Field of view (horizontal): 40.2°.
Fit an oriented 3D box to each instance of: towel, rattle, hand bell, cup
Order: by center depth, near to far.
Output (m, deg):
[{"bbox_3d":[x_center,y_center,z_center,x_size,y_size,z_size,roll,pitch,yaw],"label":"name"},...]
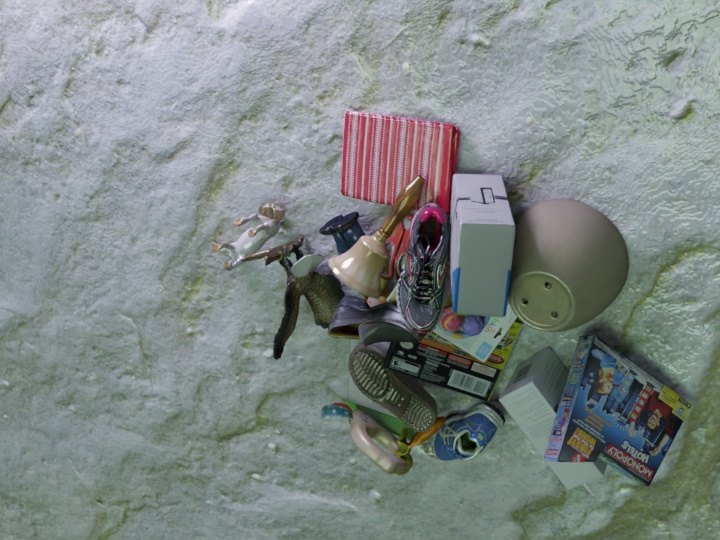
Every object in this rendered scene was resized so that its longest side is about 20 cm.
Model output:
[{"bbox_3d":[0.297,0.013,1.502,0.197,0.143,0.203,13,122,21],"label":"cup"},{"bbox_3d":[0.042,-0.067,1.581,0.103,0.104,0.201,35,108,6],"label":"hand bell"},{"bbox_3d":[0.062,-0.175,1.586,0.197,0.022,0.147,12,110,23],"label":"towel"},{"bbox_3d":[0.035,0.265,1.800,0.200,0.129,0.144,47,123,31],"label":"rattle"}]

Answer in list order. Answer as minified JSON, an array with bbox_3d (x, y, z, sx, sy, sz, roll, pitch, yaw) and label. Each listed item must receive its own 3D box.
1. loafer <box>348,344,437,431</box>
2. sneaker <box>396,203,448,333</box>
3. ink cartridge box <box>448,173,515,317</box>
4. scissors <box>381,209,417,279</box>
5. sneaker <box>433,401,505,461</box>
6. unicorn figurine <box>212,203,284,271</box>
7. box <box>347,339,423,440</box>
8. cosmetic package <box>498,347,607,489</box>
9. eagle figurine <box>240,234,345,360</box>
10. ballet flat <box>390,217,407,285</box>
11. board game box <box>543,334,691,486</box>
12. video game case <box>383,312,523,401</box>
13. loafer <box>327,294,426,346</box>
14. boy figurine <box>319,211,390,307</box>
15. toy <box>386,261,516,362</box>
[{"bbox_3d":[0.059,0.209,1.752,0.200,0.068,0.076,43,105,19],"label":"loafer"},{"bbox_3d":[0.097,-0.003,1.532,0.079,0.075,0.204,3,92,1],"label":"sneaker"},{"bbox_3d":[0.179,-0.043,1.484,0.083,0.201,0.149,2,115,1],"label":"ink cartridge box"},{"bbox_3d":[0.072,-0.079,1.618,0.072,0.014,0.204,16,103,29],"label":"scissors"},{"bbox_3d":[0.179,0.301,1.765,0.075,0.077,0.200,40,143,2],"label":"sneaker"},{"bbox_3d":[-0.209,-0.051,1.771,0.198,0.137,0.075,-26,88,23],"label":"unicorn figurine"},{"bbox_3d":[0.046,0.209,1.824,0.142,0.036,0.203,16,122,20],"label":"box"},{"bbox_3d":[0.331,0.248,1.639,0.081,0.113,0.201,-35,99,38],"label":"cosmetic package"},{"bbox_3d":[-0.105,0.045,1.760,0.149,0.151,0.203,-13,100,19],"label":"eagle figurine"},{"bbox_3d":[0.085,0.005,1.666,0.068,0.063,0.203,2,118,30],"label":"ballet flat"},{"bbox_3d":[0.388,0.241,1.554,0.199,0.201,0.062,35,170,-5],"label":"board game box"},{"bbox_3d":[0.157,0.121,1.674,0.197,0.026,0.183,18,122,-2],"label":"video game case"},{"bbox_3d":[0.026,0.098,1.632,0.198,0.073,0.073,7,143,49],"label":"loafer"},{"bbox_3d":[0.000,0.000,1.705,0.123,0.064,0.202,-6,116,44],"label":"boy figurine"},{"bbox_3d":[0.152,0.063,1.595,0.198,0.047,0.116,32,109,-6],"label":"toy"}]
